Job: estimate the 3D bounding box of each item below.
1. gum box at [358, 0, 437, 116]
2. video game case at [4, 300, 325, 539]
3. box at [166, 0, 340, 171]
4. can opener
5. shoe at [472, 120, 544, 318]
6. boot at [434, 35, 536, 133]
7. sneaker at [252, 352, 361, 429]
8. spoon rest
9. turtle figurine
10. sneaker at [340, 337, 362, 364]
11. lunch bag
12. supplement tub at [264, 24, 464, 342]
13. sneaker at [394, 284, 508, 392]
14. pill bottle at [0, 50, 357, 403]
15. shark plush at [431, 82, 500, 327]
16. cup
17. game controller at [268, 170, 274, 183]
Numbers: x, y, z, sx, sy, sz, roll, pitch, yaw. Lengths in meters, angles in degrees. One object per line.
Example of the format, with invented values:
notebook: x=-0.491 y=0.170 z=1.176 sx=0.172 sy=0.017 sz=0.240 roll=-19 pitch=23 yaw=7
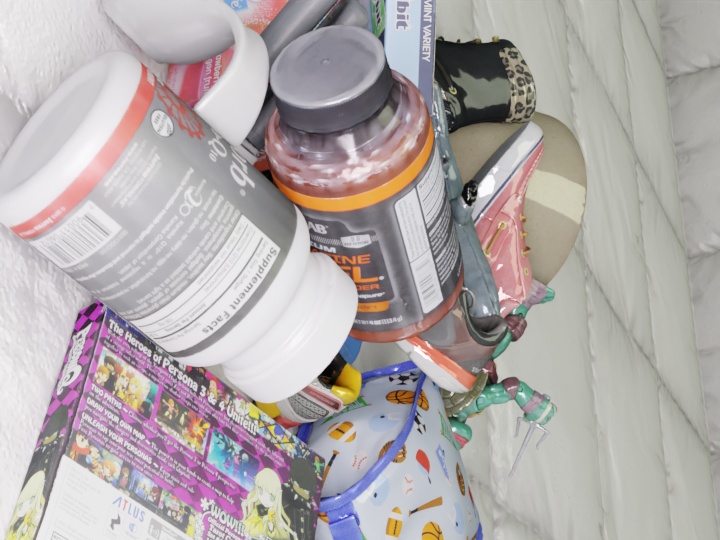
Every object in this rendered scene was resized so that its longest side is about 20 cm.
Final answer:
gum box: x=0.014 y=-0.210 z=1.045 sx=0.200 sy=0.044 sz=0.173 roll=-156 pitch=-112 yaw=-74
video game case: x=-0.106 y=0.143 z=0.759 sx=0.200 sy=0.036 sz=0.183 roll=41 pitch=41 yaw=-33
box: x=-0.072 y=-0.184 z=0.974 sx=0.095 sy=0.101 sz=0.203 roll=49 pitch=37 yaw=-50
can opener: x=-0.070 y=-0.100 z=0.842 sx=0.053 sy=0.200 sz=0.067 roll=38 pitch=9 yaw=-24
shoe: x=0.121 y=-0.029 z=1.144 sx=0.091 sy=0.201 sz=0.071 roll=38 pitch=-13 yaw=-6
boot: x=0.061 y=-0.205 z=1.207 sx=0.152 sy=0.074 sz=0.205 roll=-10 pitch=60 yaw=-33
sneaker: x=-0.055 y=0.018 z=0.944 sx=0.078 sy=0.081 sz=0.202 roll=-63 pitch=136 yaw=-56
spoon rest: x=-0.109 y=-0.150 z=0.818 sx=0.099 sy=0.061 sz=0.200 roll=42 pitch=5 yaw=-44
turtle figurine: x=0.105 y=0.102 z=1.181 sx=0.101 sy=0.148 sz=0.202 roll=54 pitch=50 yaw=-53
sneaker: x=0.000 y=0.000 z=1.037 sx=0.066 sy=0.077 sz=0.203 roll=-84 pitch=174 yaw=-54
lunch bag: x=0.015 y=0.190 z=0.982 sx=0.201 sy=0.122 sz=0.172 roll=-72 pitch=143 yaw=-66
supplement tub: x=0.001 y=-0.054 z=0.819 sx=0.201 sy=0.105 sz=0.108 roll=71 pitch=21 yaw=-46
sneaker: x=0.033 y=0.004 z=0.970 sx=0.200 sy=0.082 sz=0.077 roll=41 pitch=10 yaw=-26
pill bottle: x=-0.101 y=-0.018 z=0.743 sx=0.200 sy=0.115 sz=0.117 roll=42 pitch=39 yaw=-28
shark plush: x=0.082 y=-0.049 z=1.060 sx=0.089 sy=0.083 sz=0.204 roll=8 pitch=77 yaw=-21
cup: x=0.099 y=-0.076 z=1.264 sx=0.142 sy=0.199 sz=0.204 roll=16 pitch=62 yaw=-36
game controller: x=-0.048 y=-0.112 z=1.045 sx=0.105 sy=0.041 sz=0.203 roll=107 pitch=-10 yaw=-55
